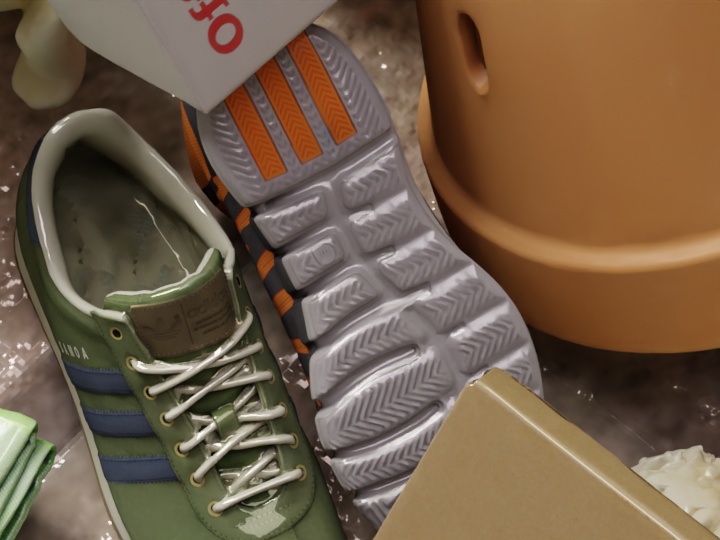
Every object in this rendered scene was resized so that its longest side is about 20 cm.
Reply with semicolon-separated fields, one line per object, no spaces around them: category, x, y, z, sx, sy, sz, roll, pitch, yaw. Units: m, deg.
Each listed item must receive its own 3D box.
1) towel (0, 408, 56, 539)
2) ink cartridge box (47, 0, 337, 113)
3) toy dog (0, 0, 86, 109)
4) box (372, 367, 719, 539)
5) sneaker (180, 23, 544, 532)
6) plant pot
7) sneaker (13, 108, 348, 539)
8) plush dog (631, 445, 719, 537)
towel;-0.203;0.111;0.862;0.148;0.031;0.201;18;62;15
ink cartridge box;-0.026;-0.168;0.831;0.200;0.147;0.083;-42;40;-12
toy dog;-0.146;-0.148;0.937;0.139;0.200;0.195;0;103;29
box;0.078;0.149;0.824;0.200;0.164;0.021;38;31;12
sneaker;0.000;0.000;0.930;0.077;0.112;0.201;-23;102;-6
plant pot;0.101;-0.094;0.906;0.199;0.140;0.201;-14;45;14
sneaker;-0.061;0.034;0.896;0.067;0.090;0.201;-23;68;-18
plush dog;0.195;0.060;0.895;0.199;0.161;0.172;26;37;5
